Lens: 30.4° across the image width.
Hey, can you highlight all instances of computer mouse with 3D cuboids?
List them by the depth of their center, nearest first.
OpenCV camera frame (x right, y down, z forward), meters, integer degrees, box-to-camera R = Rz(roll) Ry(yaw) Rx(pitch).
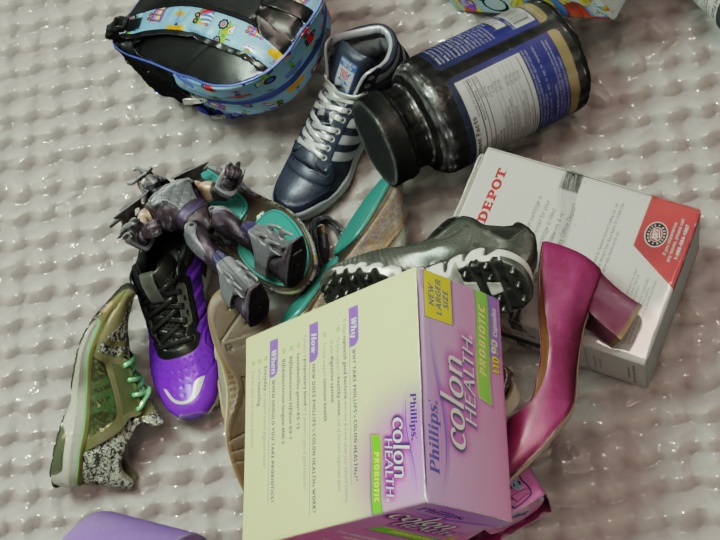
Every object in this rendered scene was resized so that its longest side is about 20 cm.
[{"bbox_3d":[-0.031,0.041,1.219,0.058,0.034,0.201,5,61,-9],"label":"computer mouse"}]

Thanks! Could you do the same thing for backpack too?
[{"bbox_3d":[-0.111,-0.230,1.268,0.199,0.135,0.183,24,74,34],"label":"backpack"}]

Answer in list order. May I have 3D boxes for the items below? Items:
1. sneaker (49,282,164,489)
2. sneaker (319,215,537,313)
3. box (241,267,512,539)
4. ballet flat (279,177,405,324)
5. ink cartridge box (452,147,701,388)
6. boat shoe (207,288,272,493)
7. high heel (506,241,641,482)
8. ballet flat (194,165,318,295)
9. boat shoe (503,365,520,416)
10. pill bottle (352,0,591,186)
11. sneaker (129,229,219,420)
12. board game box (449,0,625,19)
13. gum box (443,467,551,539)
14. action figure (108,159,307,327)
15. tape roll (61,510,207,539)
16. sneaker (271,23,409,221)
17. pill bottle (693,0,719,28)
[{"bbox_3d":[-0.216,0.110,1.199,0.088,0.077,0.201,15,102,-2],"label":"sneaker"},{"bbox_3d":[0.062,-0.002,1.105,0.199,0.067,0.091,-7,32,31],"label":"sneaker"},{"bbox_3d":[0.008,0.118,1.020,0.199,0.096,0.177,-24,57,41],"label":"box"},{"bbox_3d":[0.000,0.000,1.202,0.067,0.068,0.200,40,64,-12],"label":"ballet flat"},{"bbox_3d":[0.178,-0.004,1.155,0.199,0.083,0.147,19,75,20],"label":"ink cartridge box"},{"bbox_3d":[-0.093,0.113,1.187,0.072,0.065,0.201,-14,83,-6],"label":"boat shoe"},{"bbox_3d":[0.134,0.073,1.047,0.096,0.067,0.200,36,65,6],"label":"high heel"},{"bbox_3d":[-0.094,-0.033,1.234,0.072,0.072,0.200,-45,52,-7],"label":"ballet flat"},{"bbox_3d":[0.055,0.071,1.120,0.072,0.060,0.200,-39,30,-16],"label":"boat shoe"},{"bbox_3d":[0.099,-0.158,1.201,0.199,0.112,0.112,-27,64,-11],"label":"pill bottle"},{"bbox_3d":[-0.177,0.035,1.215,0.069,0.100,0.201,-14,65,10],"label":"sneaker"},{"bbox_3d":[0.157,-0.309,1.229,0.199,0.103,0.105,15,70,47],"label":"board game box"},{"bbox_3d":[0.046,0.196,1.116,0.199,0.066,0.114,-30,64,1],"label":"gum box"},{"bbox_3d":[-0.137,-0.042,1.171,0.200,0.070,0.130,37,65,29],"label":"action figure"},{"bbox_3d":[-0.192,0.300,1.059,0.084,0.200,0.201,9,71,17],"label":"tape roll"},{"bbox_3d":[-0.025,-0.145,1.246,0.070,0.109,0.200,35,80,23],"label":"sneaker"},{"bbox_3d":[0.357,-0.278,1.203,0.119,0.120,0.200,-35,65,-2],"label":"pill bottle"}]
